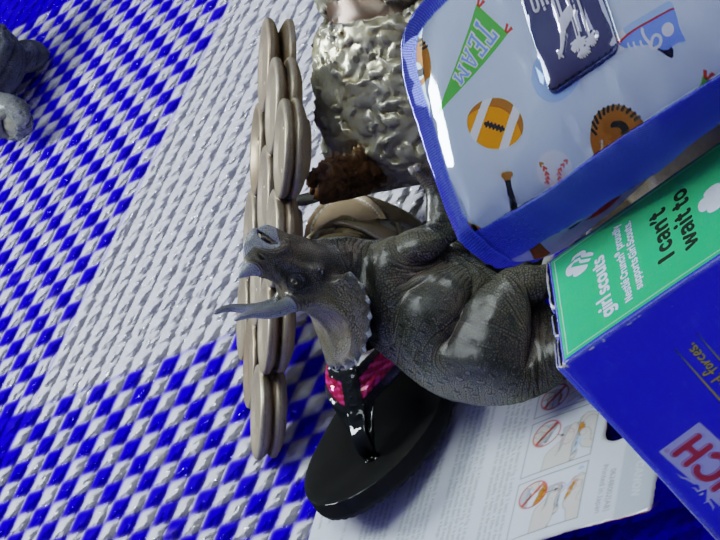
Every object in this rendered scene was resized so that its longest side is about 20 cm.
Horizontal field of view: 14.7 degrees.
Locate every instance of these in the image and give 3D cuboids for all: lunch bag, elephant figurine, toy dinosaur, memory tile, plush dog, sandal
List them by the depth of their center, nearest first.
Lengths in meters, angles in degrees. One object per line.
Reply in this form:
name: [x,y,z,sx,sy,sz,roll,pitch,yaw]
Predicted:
lunch bag: [0.110,-0.108,1.071,0.170,0.124,0.200,-34,27,34]
toy dinosaur: [0.048,0.019,1.231,0.103,0.199,0.077,-65,-13,-11]
sandal: [0.018,0.033,1.294,0.075,0.045,0.200,-12,39,43]
plush dog: [0.020,-0.130,1.436,0.160,0.173,0.200,-13,3,-37]
memory tile: [-0.046,-0.018,1.450,0.153,0.017,0.201,-104,18,-62]
elephant figurine: [-0.299,-0.153,2.076,0.199,0.156,0.141,-13,-5,31]

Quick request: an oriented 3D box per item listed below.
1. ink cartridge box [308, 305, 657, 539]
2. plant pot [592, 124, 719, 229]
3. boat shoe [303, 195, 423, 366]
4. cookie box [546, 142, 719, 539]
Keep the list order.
ink cartridge box: [0.067,0.090,1.247,0.200,0.047,0.160,-22,33,32]
plant pot: [0.136,-0.103,1.285,0.200,0.200,0.184,-2,60,55]
boat shoe: [0.000,0.000,1.446,0.072,0.065,0.200,-41,26,9]
cookie box: [0.196,0.017,1.013,0.200,0.171,0.075,-35,25,19]
